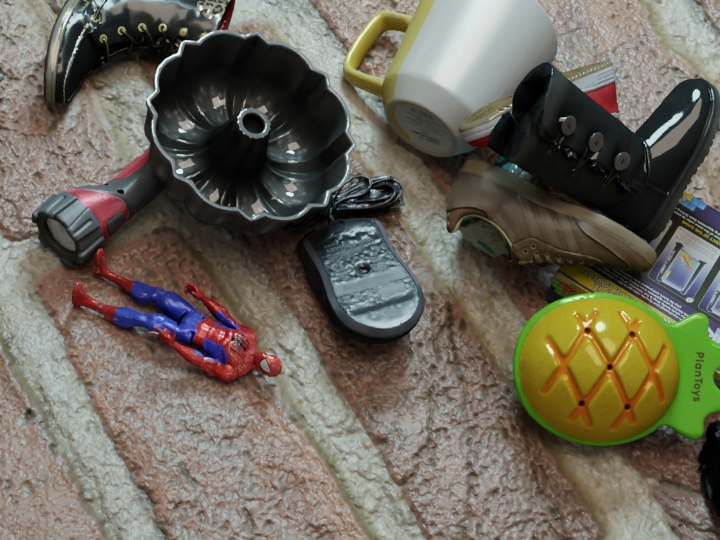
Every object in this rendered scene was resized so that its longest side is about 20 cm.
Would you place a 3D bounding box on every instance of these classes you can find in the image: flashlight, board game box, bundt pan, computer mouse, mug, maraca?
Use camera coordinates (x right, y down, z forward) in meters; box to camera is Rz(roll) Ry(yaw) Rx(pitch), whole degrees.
[{"bbox_3d":[-0.218,-0.087,1.484,0.200,0.068,0.068,-46,109,-33],"label":"flashlight"},{"bbox_3d":[0.305,0.011,1.520,0.200,0.057,0.166,33,61,11],"label":"board game box"},{"bbox_3d":[-0.109,-0.119,1.463,0.201,0.076,0.203,10,61,-18],"label":"bundt pan"},{"bbox_3d":[0.000,0.000,1.479,0.138,0.053,0.201,-11,49,-14],"label":"computer mouse"},{"bbox_3d":[0.087,-0.195,1.581,0.149,0.186,0.154,42,65,-22],"label":"mug"},{"bbox_3d":[0.236,0.091,1.423,0.199,0.107,0.138,4,88,-2],"label":"maraca"}]

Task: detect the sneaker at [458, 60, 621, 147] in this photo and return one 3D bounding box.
[{"bbox_3d":[0.182,-0.121,1.492,0.199,0.071,0.113,-24,103,-36],"label":"sneaker"}]

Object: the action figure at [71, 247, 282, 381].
[{"bbox_3d":[-0.161,0.047,1.420,0.199,0.052,0.066,26,54,3],"label":"action figure"}]

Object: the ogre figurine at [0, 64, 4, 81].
[{"bbox_3d":[-0.415,-0.231,1.514,0.119,0.098,0.201,-14,58,-11],"label":"ogre figurine"}]

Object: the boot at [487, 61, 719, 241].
[{"bbox_3d":[0.227,-0.138,1.443,0.199,0.066,0.166,26,84,-30],"label":"boot"}]

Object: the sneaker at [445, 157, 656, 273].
[{"bbox_3d":[0.173,-0.031,1.465,0.199,0.070,0.076,26,89,3],"label":"sneaker"}]

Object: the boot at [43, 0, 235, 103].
[{"bbox_3d":[-0.220,-0.230,1.566,0.150,0.073,0.201,18,52,1],"label":"boot"}]

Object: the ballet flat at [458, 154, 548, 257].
[{"bbox_3d":[0.160,-0.090,1.560,0.072,0.072,0.200,30,61,9],"label":"ballet flat"}]

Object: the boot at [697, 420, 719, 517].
[{"bbox_3d":[0.396,0.212,1.403,0.161,0.074,0.199,5,51,-10],"label":"boot"}]
